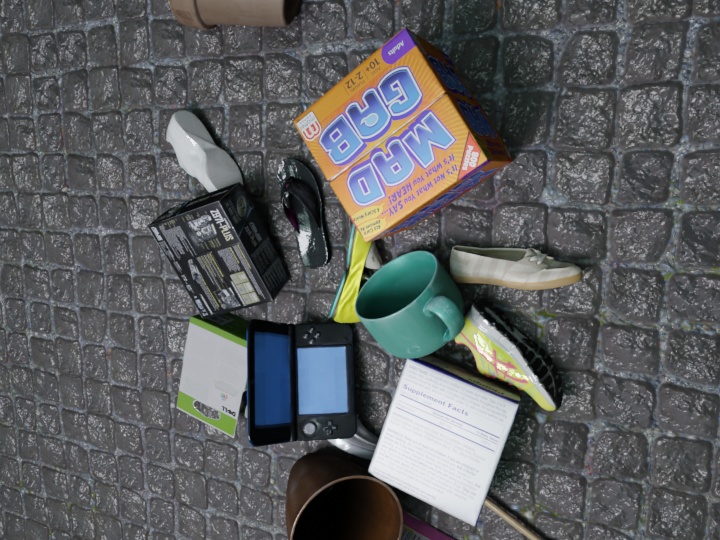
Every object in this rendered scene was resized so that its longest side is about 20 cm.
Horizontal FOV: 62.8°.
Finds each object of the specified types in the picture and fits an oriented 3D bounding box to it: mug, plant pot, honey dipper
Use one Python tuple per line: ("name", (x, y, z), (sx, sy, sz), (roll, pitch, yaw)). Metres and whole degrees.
("mug", (0.084, 0.069, 0.903), (0.152, 0.185, 0.115), (-30, 116, 15))
("plant pot", (-0.052, 0.395, 1.007), (0.186, 0.200, 0.188), (-3, 98, -20))
("plant pot", (-0.186, -0.470, 0.939), (0.174, 0.200, 0.201), (19, 107, 2))
("honey dipper", (0.235, 0.400, 0.975), (0.200, 0.038, 0.038), (33, 110, 14))

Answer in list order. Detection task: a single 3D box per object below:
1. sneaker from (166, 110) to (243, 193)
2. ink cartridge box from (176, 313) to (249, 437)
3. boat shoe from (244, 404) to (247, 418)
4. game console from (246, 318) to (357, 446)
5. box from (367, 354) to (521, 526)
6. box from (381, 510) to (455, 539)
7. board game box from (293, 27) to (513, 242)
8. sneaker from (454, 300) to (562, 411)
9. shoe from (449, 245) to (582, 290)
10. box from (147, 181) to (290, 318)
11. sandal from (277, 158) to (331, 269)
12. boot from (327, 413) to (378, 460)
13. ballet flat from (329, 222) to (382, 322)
("sneaker", (-0.292, -0.192, 1.093), (0.088, 0.075, 0.200), (-38, 83, 42))
("ink cartridge box", (-0.264, 0.194, 1.136), (0.147, 0.076, 0.201), (20, 108, 19))
("boat shoe", (-0.142, 0.196, 1.090), (0.062, 0.071, 0.200), (26, 97, -21))
("game console", (-0.093, 0.182, 0.975), (0.170, 0.118, 0.201), (-2, 79, -2))
("box", (0.136, 0.257, 0.936), (0.183, 0.105, 0.201), (21, 95, 19))
("box", (0.101, 0.560, 1.028), (0.176, 0.097, 0.201), (24, 108, 18))
("board game box", (0.069, -0.186, 0.855), (0.200, 0.200, 0.200), (-33, 85, 25))
("sneaker", (0.228, 0.143, 0.920), (0.200, 0.078, 0.090), (49, 122, 15))
("shoe", (0.229, -0.008, 0.888), (0.199, 0.070, 0.054), (3, 108, 25))
("box", (-0.248, -0.032, 1.050), (0.163, 0.086, 0.200), (-15, 114, 25))
("sandal", (-0.100, -0.100, 1.027), (0.075, 0.048, 0.201), (-15, 93, 25))
("boot", (-0.033, 0.250, 1.048), (0.200, 0.074, 0.096), (28, 96, 6))
("ballet flat", (0.000, 0.000, 1.001), (0.067, 0.067, 0.201), (14, 108, -1))
